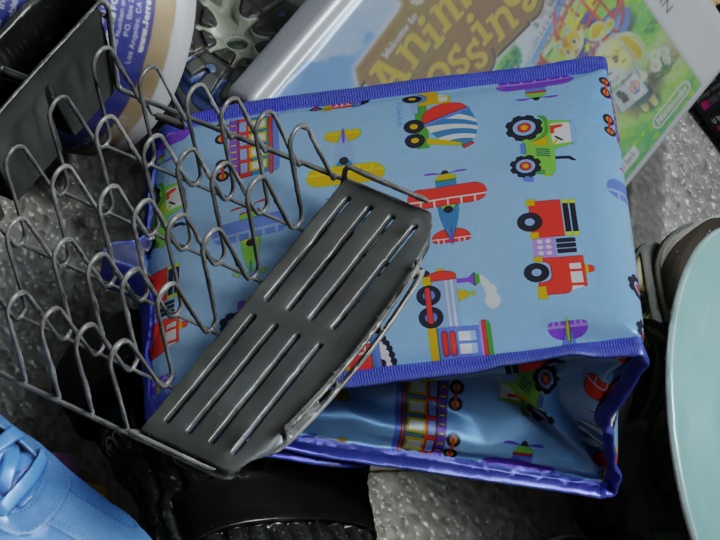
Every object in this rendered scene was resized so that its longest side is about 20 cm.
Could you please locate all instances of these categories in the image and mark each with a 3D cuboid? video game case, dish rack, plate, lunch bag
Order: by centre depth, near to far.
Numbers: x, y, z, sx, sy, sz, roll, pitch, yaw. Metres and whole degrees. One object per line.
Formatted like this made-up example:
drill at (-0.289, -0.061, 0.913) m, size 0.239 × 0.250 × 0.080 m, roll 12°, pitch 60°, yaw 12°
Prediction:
dish rack at (-0.080, -0.012, 1.051) m, size 0.199 × 0.055 × 0.154 m, roll 23°, pitch 62°, yaw 30°
lunch bag at (0.000, 0.000, 1.098) m, size 0.198 × 0.094 × 0.151 m, roll 1°, pitch 49°, yaw -5°
video game case at (0.059, -0.086, 1.224) m, size 0.200 × 0.022 × 0.182 m, roll -50°, pitch 126°, yaw -14°
plate at (0.188, 0.077, 1.247) m, size 0.200 × 0.025 × 0.202 m, roll 26°, pitch 58°, yaw -52°

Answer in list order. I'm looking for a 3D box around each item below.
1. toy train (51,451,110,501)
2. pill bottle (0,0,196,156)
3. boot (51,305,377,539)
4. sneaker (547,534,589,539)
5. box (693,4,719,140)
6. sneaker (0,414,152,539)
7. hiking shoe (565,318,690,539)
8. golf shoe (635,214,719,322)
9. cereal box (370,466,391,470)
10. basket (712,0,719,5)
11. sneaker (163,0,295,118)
toy train at (-0.111, 0.146, 1.094) m, size 0.199 × 0.056 × 0.151 m, roll -26°, pitch 82°, yaw -45°
pill bottle at (-0.176, -0.115, 1.151) m, size 0.199 × 0.116 × 0.116 m, roll 8°, pitch 61°, yaw -35°
boot at (-0.005, 0.080, 1.129) m, size 0.210 × 0.080 × 0.158 m, roll -15°, pitch 55°, yaw -31°
sneaker at (0.091, 0.188, 1.216) m, size 0.078 × 0.079 × 0.201 m, roll 36°, pitch 47°, yaw -16°
box at (0.259, -0.097, 1.495) m, size 0.200 × 0.106 × 0.122 m, roll 52°, pitch 45°, yaw -1°
sneaker at (-0.157, 0.066, 1.034) m, size 0.199 × 0.079 × 0.066 m, roll 25°, pitch 36°, yaw 9°
hiking shoe at (0.121, 0.046, 1.258) m, size 0.101 × 0.076 × 0.201 m, roll -45°, pitch 133°, yaw -20°
golf shoe at (0.188, 0.066, 1.353) m, size 0.077 × 0.094 × 0.201 m, roll -5°, pitch 70°, yaw -42°
cereal box at (0.045, 0.017, 1.303) m, size 0.199 × 0.039 × 0.145 m, roll 0°, pitch 66°, yaw -38°
basket at (0.087, -0.185, 1.379) m, size 0.200 × 0.149 × 0.143 m, roll 43°, pitch 46°, yaw -11°
sneaker at (-0.077, -0.110, 1.265) m, size 0.076 × 0.086 × 0.201 m, roll -4°, pitch 44°, yaw -14°
